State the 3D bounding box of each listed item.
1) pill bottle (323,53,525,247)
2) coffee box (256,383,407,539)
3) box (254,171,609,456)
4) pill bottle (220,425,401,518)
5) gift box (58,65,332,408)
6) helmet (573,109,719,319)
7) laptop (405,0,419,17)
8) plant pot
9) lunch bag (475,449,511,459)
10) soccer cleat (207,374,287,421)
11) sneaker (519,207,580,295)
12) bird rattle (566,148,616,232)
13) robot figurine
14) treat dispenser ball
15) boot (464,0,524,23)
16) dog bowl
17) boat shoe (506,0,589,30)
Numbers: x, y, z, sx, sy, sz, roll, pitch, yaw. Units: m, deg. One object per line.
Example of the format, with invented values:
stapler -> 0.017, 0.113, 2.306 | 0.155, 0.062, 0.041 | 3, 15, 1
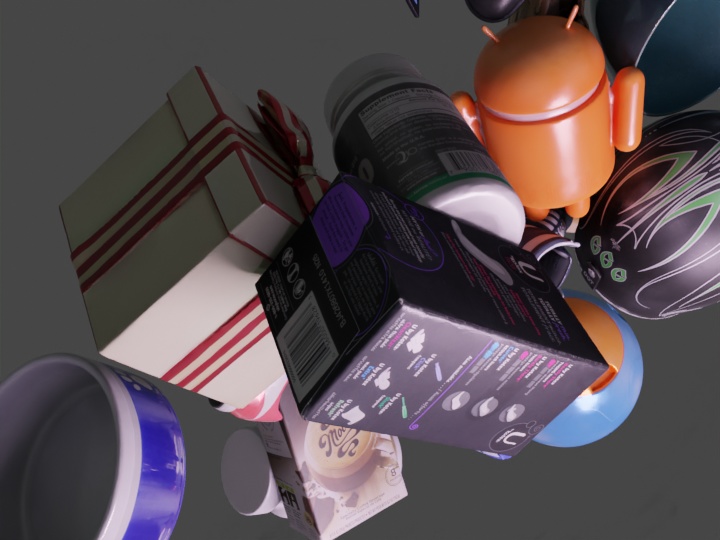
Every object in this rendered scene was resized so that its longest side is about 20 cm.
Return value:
pill bottle -> 0.042, -0.084, 0.684 | 0.112, 0.201, 0.114 | -13, 137, -13
coffee box -> -0.040, 0.161, 0.876 | 0.112, 0.080, 0.202 | -22, 101, -29
box -> 0.048, 0.037, 0.566 | 0.199, 0.123, 0.106 | 18, 123, -37
pill bottle -> -0.056, 0.227, 0.989 | 0.199, 0.116, 0.116 | 6, 123, -42
gift box -> -0.094, -0.026, 0.663 | 0.186, 0.185, 0.200 | -40, 146, 14
helmet -> 0.321, -0.059, 0.820 | 0.199, 0.201, 0.191 | -15, 155, -29
laptop -> 0.052, -0.315, 0.557 | 0.200, 0.103, 0.177 | -42, 143, 1
plant pot -> 0.290, -0.264, 0.772 | 0.199, 0.135, 0.201 | -24, 150, -15
lunch bag -> 0.095, 0.106, 0.929 | 0.124, 0.200, 0.170 | -39, 142, -1
soccer cleat -> -0.074, 0.042, 0.781 | 0.073, 0.068, 0.201 | 27, 79, -31
sneaker -> 0.187, -0.026, 0.847 | 0.199, 0.108, 0.071 | -16, 123, -45
bird rattle -> 0.277, -0.103, 0.963 | 0.199, 0.113, 0.163 | 10, 132, -43
robot figurine -> 0.167, -0.138, 0.750 | 0.116, 0.144, 0.201 | -40, 134, -19
treat dispenser ball -> 0.260, 0.125, 1.085 | 0.200, 0.201, 0.202 | -23, 139, -21
boot -> 0.123, -0.266, 0.608 | 0.200, 0.065, 0.166 | -64, 179, -75
dog bowl -> -0.246, 0.175, 0.706 | 0.200, 0.200, 0.079 | -47, 146, 8
boat shoe -> 0.176, -0.219, 0.788 | 0.071, 0.065, 0.201 | -32, 141, -11
